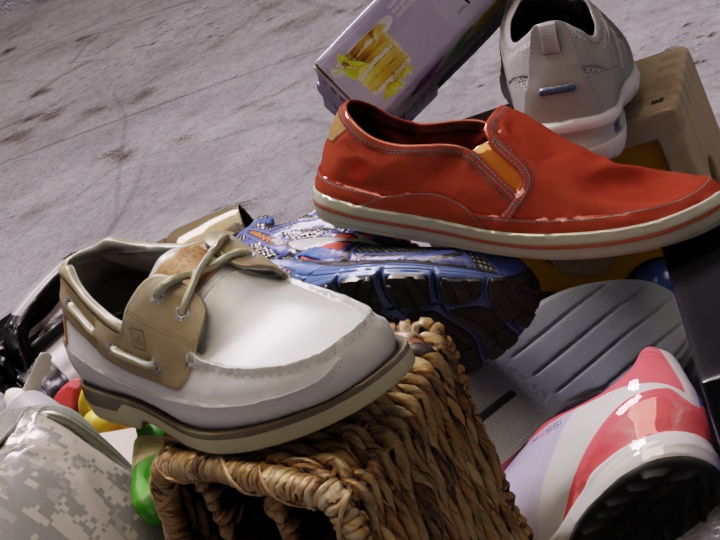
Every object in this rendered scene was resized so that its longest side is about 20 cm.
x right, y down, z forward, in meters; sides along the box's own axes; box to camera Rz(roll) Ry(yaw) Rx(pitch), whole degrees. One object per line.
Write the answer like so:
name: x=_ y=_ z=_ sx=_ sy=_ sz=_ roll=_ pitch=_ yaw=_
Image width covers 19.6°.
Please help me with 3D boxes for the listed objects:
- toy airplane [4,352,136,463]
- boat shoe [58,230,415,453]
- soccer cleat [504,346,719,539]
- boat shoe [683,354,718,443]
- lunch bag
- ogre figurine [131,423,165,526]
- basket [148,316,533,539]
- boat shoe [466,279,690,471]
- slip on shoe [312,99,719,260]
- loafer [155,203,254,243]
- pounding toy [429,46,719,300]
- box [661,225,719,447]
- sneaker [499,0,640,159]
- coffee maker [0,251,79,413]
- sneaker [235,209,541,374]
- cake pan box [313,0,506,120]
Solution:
toy airplane: x=-0.107 y=0.093 z=1.199 sx=0.198 sy=0.142 sz=0.200 roll=1 pitch=8 yaw=8
boat shoe: x=-0.062 y=0.024 z=0.830 sx=0.075 sy=0.069 sz=0.199 roll=-37 pitch=21 yaw=-35
soccer cleat: x=0.083 y=0.112 z=0.949 sx=0.200 sy=0.068 sz=0.073 roll=-42 pitch=37 yaw=35
boat shoe: x=0.256 y=0.020 z=1.080 sx=0.201 sy=0.075 sz=0.086 roll=-31 pitch=15 yaw=12
lunch bag: x=-0.173 y=0.179 z=1.017 sx=0.139 sy=0.168 sz=0.200 roll=-13 pitch=22 yaw=30
ogre figurine: x=-0.048 y=0.109 z=0.999 sx=0.120 sy=0.098 sz=0.201 roll=-31 pitch=56 yaw=26
basket: x=-0.010 y=0.145 z=0.859 sx=0.142 sy=0.201 sz=0.149 roll=-14 pitch=22 yaw=24
boat shoe: x=0.089 y=0.067 z=1.034 sx=0.199 sy=0.062 sz=0.072 roll=-28 pitch=58 yaw=-35
slip on shoe: x=0.073 y=-0.044 z=0.971 sx=0.199 sy=0.062 sz=0.074 roll=8 pitch=18 yaw=18
loafer: x=-0.030 y=0.036 z=1.181 sx=0.067 sy=0.200 sz=0.076 roll=-43 pitch=27 yaw=18
pounding toy: x=0.110 y=-0.024 z=1.158 sx=0.183 sy=0.201 sz=0.142 roll=-17 pitch=21 yaw=20
box: x=0.195 y=0.056 z=0.937 sx=0.078 sy=0.142 sz=0.200 roll=-21 pitch=19 yaw=10
sneaker: x=0.107 y=-0.120 z=1.078 sx=0.074 sy=0.082 sz=0.200 roll=-8 pitch=21 yaw=3
coffee maker: x=-0.221 y=0.096 z=1.393 sx=0.200 sy=0.135 sz=0.192 roll=-35 pitch=-1 yaw=-31
sneaker: x=0.000 y=0.000 z=1.024 sx=0.199 sy=0.075 sz=0.079 roll=2 pitch=51 yaw=34
cake pan box: x=0.054 y=-0.150 z=1.145 sx=0.184 sy=0.052 sz=0.200 roll=-44 pitch=-1 yaw=-1
